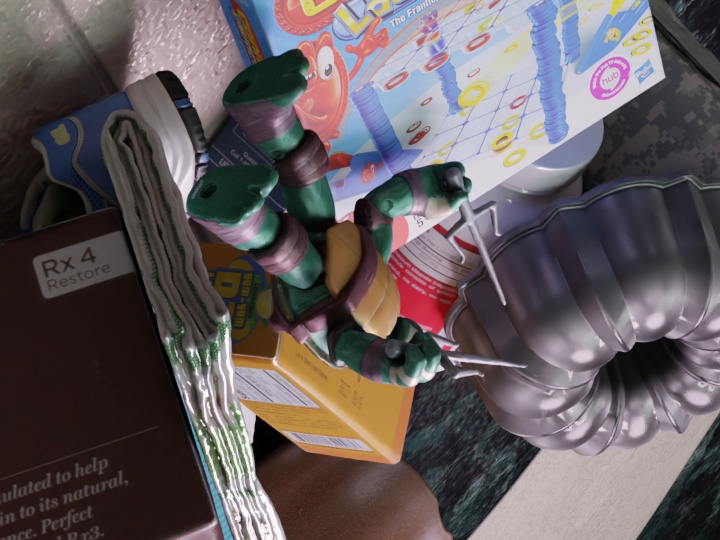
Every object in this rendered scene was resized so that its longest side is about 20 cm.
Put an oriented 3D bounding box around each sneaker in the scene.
[{"bbox_3d":[-0.129,-0.016,1.120,0.076,0.076,0.201,-16,144,-25],"label":"sneaker"}]

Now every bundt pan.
[{"bbox_3d":[0.152,0.036,1.315,0.200,0.076,0.203,-12,145,-9],"label":"bundt pan"}]

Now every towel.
[{"bbox_3d":[-0.068,0.043,1.033,0.030,0.150,0.201,-18,137,-4],"label":"towel"}]

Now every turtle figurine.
[{"bbox_3d":[0.000,0.000,1.077,0.100,0.150,0.200,-26,131,21],"label":"turtle figurine"}]

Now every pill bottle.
[{"bbox_3d":[0.059,-0.036,1.342,0.112,0.112,0.200,-31,164,-39],"label":"pill bottle"}]

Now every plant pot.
[{"bbox_3d":[-0.051,0.216,1.520,0.198,0.200,0.201,-39,159,-42],"label":"plant pot"}]

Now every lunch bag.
[{"bbox_3d":[0.171,-0.078,1.420,0.139,0.200,0.168,-23,155,-44],"label":"lunch bag"}]

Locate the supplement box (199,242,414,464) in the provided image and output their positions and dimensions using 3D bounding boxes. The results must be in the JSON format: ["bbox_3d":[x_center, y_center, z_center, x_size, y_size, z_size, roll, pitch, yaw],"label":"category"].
[{"bbox_3d":[-0.031,0.047,1.277,0.200,0.068,0.067,49,50,-63],"label":"supplement box"}]

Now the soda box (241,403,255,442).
[{"bbox_3d":[-0.150,0.116,1.294,0.200,0.068,0.064,-37,157,-27],"label":"soda box"}]

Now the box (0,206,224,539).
[{"bbox_3d":[-0.154,0.108,1.061,0.165,0.165,0.200,-18,152,-7],"label":"box"}]

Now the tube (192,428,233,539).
[{"bbox_3d":[-0.095,0.122,1.245,0.050,0.202,0.077,-17,-174,32],"label":"tube"}]

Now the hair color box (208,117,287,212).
[{"bbox_3d":[0.007,-0.107,1.228,0.201,0.060,0.100,-54,159,12],"label":"hair color box"}]

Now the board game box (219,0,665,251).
[{"bbox_3d":[0.041,-0.127,1.130,0.199,0.056,0.197,-33,137,-10],"label":"board game box"}]
